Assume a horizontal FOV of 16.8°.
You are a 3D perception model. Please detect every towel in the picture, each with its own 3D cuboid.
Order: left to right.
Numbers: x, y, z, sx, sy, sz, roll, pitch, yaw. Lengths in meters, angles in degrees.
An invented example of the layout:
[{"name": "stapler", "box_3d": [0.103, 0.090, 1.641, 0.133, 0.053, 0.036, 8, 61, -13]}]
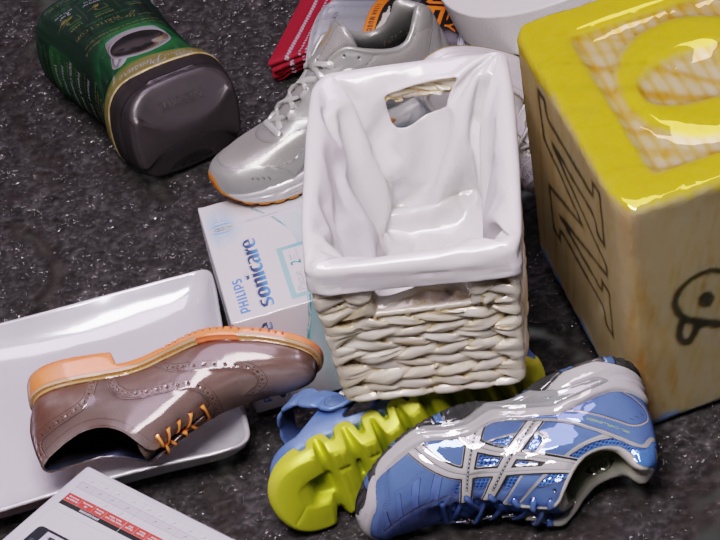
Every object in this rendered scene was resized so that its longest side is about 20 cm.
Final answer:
[{"name": "towel", "box_3d": [0.025, -0.224, 1.974, 0.199, 0.023, 0.145, -16, 32, 29]}]

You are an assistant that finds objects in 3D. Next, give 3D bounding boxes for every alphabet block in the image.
[{"name": "alphabet block", "box_3d": [0.225, -0.056, 1.579, 0.194, 0.201, 0.197, -20, 46, -8]}]

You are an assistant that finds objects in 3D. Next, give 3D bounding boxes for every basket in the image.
[{"name": "basket", "box_3d": [0.040, -0.027, 1.545, 0.135, 0.124, 0.201, -7, 41, 7]}]

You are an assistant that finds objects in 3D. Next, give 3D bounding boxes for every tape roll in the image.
[{"name": "tape roll", "box_3d": [0.150, -0.229, 1.735, 0.202, 0.037, 0.203, -21, 33, 15]}]

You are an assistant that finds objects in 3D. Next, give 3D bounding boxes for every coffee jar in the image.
[{"name": "coffee jar", "box_3d": [-0.176, -0.153, 1.940, 0.104, 0.086, 0.200, -23, 37, -18]}]

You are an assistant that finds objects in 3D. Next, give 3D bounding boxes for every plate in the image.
[{"name": "plate", "box_3d": [-0.182, 0.090, 1.672, 0.198, 0.032, 0.200, -14, 37, -3]}]

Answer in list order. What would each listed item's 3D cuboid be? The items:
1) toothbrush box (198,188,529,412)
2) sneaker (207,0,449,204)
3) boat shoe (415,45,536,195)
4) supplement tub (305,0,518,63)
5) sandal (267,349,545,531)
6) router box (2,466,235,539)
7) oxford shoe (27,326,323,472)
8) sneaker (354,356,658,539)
[{"name": "toothbrush box", "box_3d": [0.000, 0.000, 1.691, 0.199, 0.086, 0.147, -16, 36, -2]}, {"name": "sneaker", "box_3d": [-0.026, -0.125, 1.711, 0.199, 0.092, 0.076, -31, 37, -9]}, {"name": "boat shoe", "box_3d": [0.122, -0.090, 1.702, 0.071, 0.199, 0.070, -45, 34, 31]}, {"name": "supplement tub", "box_3d": [0.068, -0.143, 1.823, 0.199, 0.123, 0.123, 1, 39, 18]}, {"name": "sandal", "box_3d": [0.023, 0.091, 1.575, 0.199, 0.080, 0.087, -19, 34, -10]}, {"name": "router box", "box_3d": [-0.156, 0.221, 1.481, 0.199, 0.049, 0.179, 22, 49, 37]}, {"name": "oxford shoe", "box_3d": [-0.118, 0.089, 1.588, 0.199, 0.071, 0.073, -13, 55, 9]}, {"name": "sneaker", "box_3d": [0.091, 0.123, 1.511, 0.199, 0.076, 0.077, -24, 58, 4]}]
